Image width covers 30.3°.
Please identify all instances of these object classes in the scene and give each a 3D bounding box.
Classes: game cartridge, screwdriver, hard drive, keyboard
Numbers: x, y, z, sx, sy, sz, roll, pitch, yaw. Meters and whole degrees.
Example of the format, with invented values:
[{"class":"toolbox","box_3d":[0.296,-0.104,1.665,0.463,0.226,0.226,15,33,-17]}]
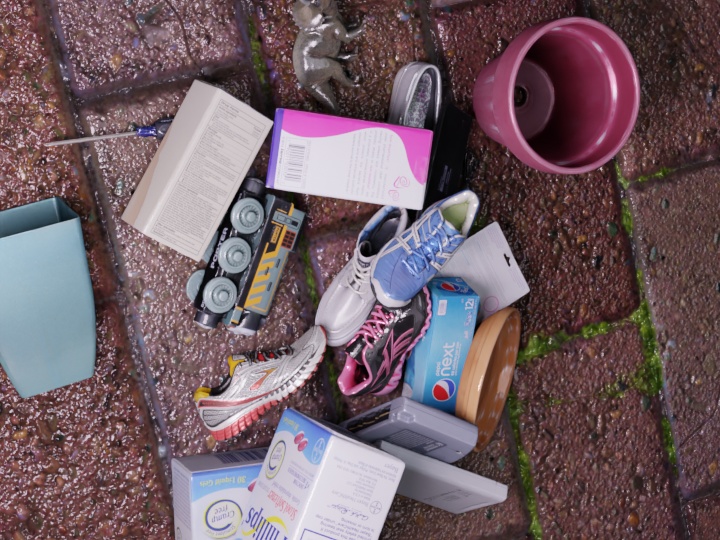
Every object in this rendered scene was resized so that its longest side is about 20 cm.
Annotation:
[{"class":"game cartridge","box_3d":[0.062,0.220,1.749,0.133,0.200,0.041,28,61,-20]},{"class":"screwdriver","box_3d":[-0.295,-0.173,1.657,0.198,0.028,0.029,-6,66,-21]},{"class":"hard drive","box_3d":[0.080,0.280,1.793,0.199,0.132,0.027,22,63,-22]},{"class":"keyboard","box_3d":[0.117,-0.117,1.795,0.127,0.020,0.202,24,77,-54]}]

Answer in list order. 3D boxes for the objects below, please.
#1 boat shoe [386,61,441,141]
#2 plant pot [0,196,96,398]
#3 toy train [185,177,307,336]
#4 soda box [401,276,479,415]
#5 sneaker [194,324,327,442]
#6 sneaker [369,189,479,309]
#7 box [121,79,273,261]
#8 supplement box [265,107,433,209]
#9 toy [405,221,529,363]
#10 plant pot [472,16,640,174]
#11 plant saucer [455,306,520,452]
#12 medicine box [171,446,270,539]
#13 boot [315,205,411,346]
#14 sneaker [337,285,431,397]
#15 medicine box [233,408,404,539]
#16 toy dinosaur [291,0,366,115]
[{"class":"boat shoe","box_3d":[0.072,-0.179,1.777,0.071,0.068,0.202,15,89,-22]},{"class":"plant pot","box_3d":[-0.392,0.037,1.582,0.140,0.141,0.202,-16,108,-19]},{"class":"toy train","box_3d":[-0.145,-0.014,1.705,0.113,0.085,0.202,20,88,-31]},{"class":"soda box","box_3d":[0.104,0.113,1.786,0.064,0.068,0.202,0,113,-21]},{"class":"sneaker","box_3d":[-0.127,0.133,1.714,0.199,0.078,0.082,-37,100,-2]},{"class":"sneaker","box_3d":[0.081,-0.034,1.675,0.076,0.077,0.200,40,59,-4]},{"class":"box","box_3d":[-0.202,-0.125,1.652,0.095,0.078,0.201,30,88,-35]},{"class":"supplement box","box_3d":[-0.014,-0.144,1.696,0.198,0.103,0.102,9,97,-1]},{"class":"toy","box_3d":[0.121,0.028,1.829,0.199,0.047,0.116,-32,111,-10]},{"class":"plant pot","box_3d":[0.245,-0.231,1.781,0.198,0.179,0.202,-2,95,-21]},{"class":"plant saucer","box_3d":[0.170,0.145,1.805,0.037,0.200,0.202,15,89,18]},{"class":"medicine box","box_3d":[-0.142,0.339,1.725,0.181,0.103,0.202,-4,96,-21]},{"class":"boot","box_3d":[0.000,0.000,1.743,0.073,0.096,0.201,28,76,16]},{"class":"sneaker","box_3d":[0.025,0.087,1.734,0.095,0.079,0.201,-11,129,-46]},{"class":"medicine box","box_3d":[-0.056,0.287,1.593,0.102,0.182,0.201,24,86,-21]},{"class":"toy dinosaur","box_3d":[-0.049,-0.287,1.727,0.101,0.077,0.201,1,122,-14]}]
